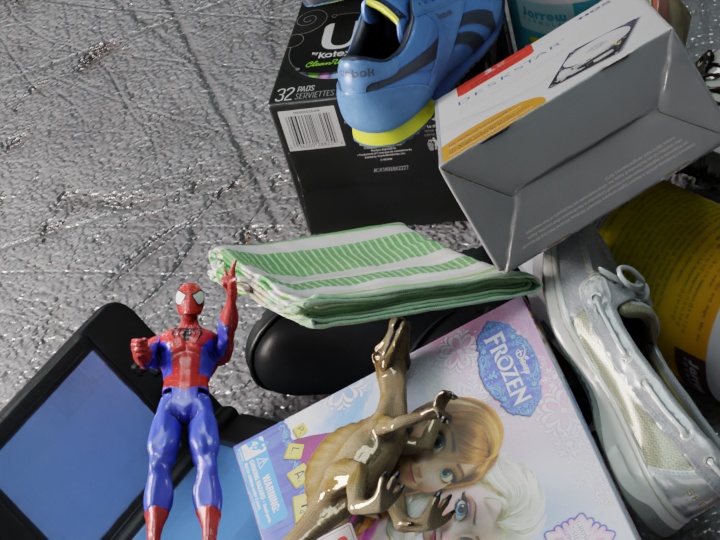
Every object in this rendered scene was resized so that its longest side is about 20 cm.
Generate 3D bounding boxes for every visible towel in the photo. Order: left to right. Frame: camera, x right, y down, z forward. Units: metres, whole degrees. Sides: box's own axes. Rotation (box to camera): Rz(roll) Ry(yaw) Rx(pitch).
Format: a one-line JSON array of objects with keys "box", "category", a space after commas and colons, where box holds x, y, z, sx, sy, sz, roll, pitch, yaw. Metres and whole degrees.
[{"box": [0.000, 0.000, 1.136, 0.151, 0.024, 0.200, -8, 11, -20], "category": "towel"}]

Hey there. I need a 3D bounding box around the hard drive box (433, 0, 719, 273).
[{"box": [0.129, -0.092, 1.132, 0.155, 0.077, 0.200, -31, 12, 8], "category": "hard drive box"}]

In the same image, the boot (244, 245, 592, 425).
[{"box": [0.034, 0.069, 1.172, 0.199, 0.077, 0.169, -16, 36, -4], "category": "boot"}]

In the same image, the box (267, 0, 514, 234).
[{"box": [0.030, -0.141, 1.396, 0.147, 0.125, 0.201, -4, 39, 16], "category": "box"}]

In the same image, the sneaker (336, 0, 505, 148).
[{"box": [0.043, -0.170, 1.265, 0.066, 0.079, 0.200, 6, 42, 31], "category": "sneaker"}]

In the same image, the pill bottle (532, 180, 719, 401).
[{"box": [0.210, 0.014, 1.144, 0.109, 0.110, 0.199, -38, 45, -26], "category": "pill bottle"}]

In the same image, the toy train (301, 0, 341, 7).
[{"box": [0.023, -0.254, 1.335, 0.114, 0.087, 0.199, -45, 25, -26], "category": "toy train"}]

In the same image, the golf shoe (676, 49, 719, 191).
[{"box": [0.233, -0.107, 1.235, 0.077, 0.095, 0.200, 18, 15, 9], "category": "golf shoe"}]

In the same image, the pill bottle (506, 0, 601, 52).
[{"box": [0.163, -0.191, 1.345, 0.110, 0.201, 0.111, -11, 37, 8], "category": "pill bottle"}]

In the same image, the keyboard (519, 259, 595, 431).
[{"box": [0.128, 0.040, 1.231, 0.056, 0.011, 0.200, -26, 38, -4], "category": "keyboard"}]

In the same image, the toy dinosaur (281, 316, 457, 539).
[{"box": [-0.002, 0.119, 1.030, 0.101, 0.058, 0.200, 7, 54, 49], "category": "toy dinosaur"}]

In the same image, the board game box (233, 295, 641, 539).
[{"box": [0.044, 0.139, 1.043, 0.199, 0.041, 0.201, -28, 50, 7], "category": "board game box"}]

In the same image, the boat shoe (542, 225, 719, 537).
[{"box": [0.159, 0.053, 1.059, 0.065, 0.074, 0.203, -32, 49, 20], "category": "boat shoe"}]

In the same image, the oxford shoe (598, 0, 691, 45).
[{"box": [0.182, -0.099, 1.283, 0.071, 0.074, 0.201, 29, 101, 43], "category": "oxford shoe"}]

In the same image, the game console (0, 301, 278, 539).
[{"box": [-0.132, 0.127, 1.132, 0.116, 0.176, 0.200, -29, 17, 52], "category": "game console"}]

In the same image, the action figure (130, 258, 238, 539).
[{"box": [-0.105, 0.074, 1.106, 0.065, 0.099, 0.201, 0, 49, -2], "category": "action figure"}]
